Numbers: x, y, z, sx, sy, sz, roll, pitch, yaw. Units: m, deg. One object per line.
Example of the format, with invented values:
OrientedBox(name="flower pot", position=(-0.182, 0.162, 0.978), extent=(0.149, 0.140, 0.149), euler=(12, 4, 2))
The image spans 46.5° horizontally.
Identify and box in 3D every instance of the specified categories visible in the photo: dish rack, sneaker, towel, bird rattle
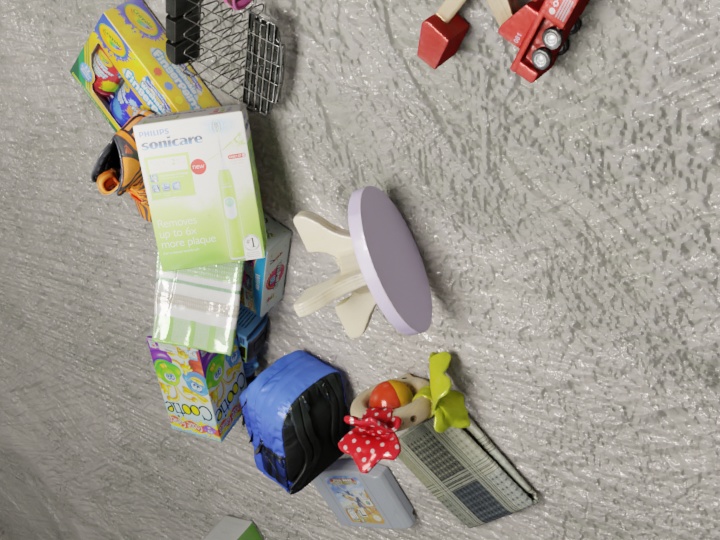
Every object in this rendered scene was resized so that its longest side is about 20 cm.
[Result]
OrientedBox(name="dish rack", position=(-0.173, -0.300, 1.084), extent=(0.199, 0.055, 0.154), euler=(32, 139, 17))
OrientedBox(name="sneaker", position=(-0.336, -0.129, 1.212), extent=(0.077, 0.112, 0.201), euler=(25, 140, 17))
OrientedBox(name="towel", position=(-0.244, 0.017, 1.245), extent=(0.148, 0.031, 0.203), euler=(8, 94, 23))
OrientedBox(name="bird rattle", position=(0.051, 0.202, 1.184), extent=(0.114, 0.199, 0.163), euler=(66, 163, -16))
OrientedBox(name="towel", position=(0.154, 0.304, 1.294), extent=(0.200, 0.035, 0.193), euler=(45, 143, 1))

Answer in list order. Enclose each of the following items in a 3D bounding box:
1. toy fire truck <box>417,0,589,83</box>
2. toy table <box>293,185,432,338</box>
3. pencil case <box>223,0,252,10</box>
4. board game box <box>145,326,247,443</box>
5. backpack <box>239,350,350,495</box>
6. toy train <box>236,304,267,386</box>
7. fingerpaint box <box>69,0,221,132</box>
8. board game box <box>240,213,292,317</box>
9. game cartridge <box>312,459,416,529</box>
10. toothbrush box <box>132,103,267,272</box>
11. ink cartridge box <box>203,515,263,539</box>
OrientedBox(name="toy fire truck", position=(0.147, -0.264, 0.823), extent=(0.141, 0.049, 0.201), euler=(39, 139, 12))
OrientedBox(name="toy table", position=(0.000, 0.000, 1.083), extent=(0.116, 0.184, 0.202), euler=(-15, 99, 30))
OrientedBox(name="pencil case", position=(-0.185, -0.407, 0.984), extent=(0.200, 0.091, 0.094), euler=(44, 171, 5))
OrientedBox(name="board game box", position=(-0.261, 0.165, 1.372), extent=(0.102, 0.105, 0.202), euler=(11, 128, 22))
OrientedBox(name="backpack", position=(-0.118, 0.235, 1.377), extent=(0.167, 0.162, 0.202), euler=(26, 137, 29))
OrientedBox(name="toy train", position=(-0.224, 0.131, 1.454), extent=(0.113, 0.087, 0.201), euler=(26, 136, 16))
OrientedBox(name="fingerpaint box", position=(-0.317, -0.263, 1.227), extent=(0.201, 0.073, 0.166), euler=(53, 140, -7))
OrientedBox(name="board game box", position=(-0.208, -0.042, 1.314), extent=(0.199, 0.064, 0.148), euler=(31, 137, 18))
OrientedBox(name="game cartridge", position=(-0.002, 0.401, 1.504), extent=(0.199, 0.042, 0.134), euler=(-17, 113, 48))
OrientedBox(name="toothbrush box", position=(-0.213, -0.113, 1.139), extent=(0.144, 0.086, 0.202), euler=(-7, 108, -2))
OrientedBox(name="ink cartridge box", position=(-0.321, 0.640, 1.856), extent=(0.103, 0.200, 0.060), euler=(-5, 118, 45))
